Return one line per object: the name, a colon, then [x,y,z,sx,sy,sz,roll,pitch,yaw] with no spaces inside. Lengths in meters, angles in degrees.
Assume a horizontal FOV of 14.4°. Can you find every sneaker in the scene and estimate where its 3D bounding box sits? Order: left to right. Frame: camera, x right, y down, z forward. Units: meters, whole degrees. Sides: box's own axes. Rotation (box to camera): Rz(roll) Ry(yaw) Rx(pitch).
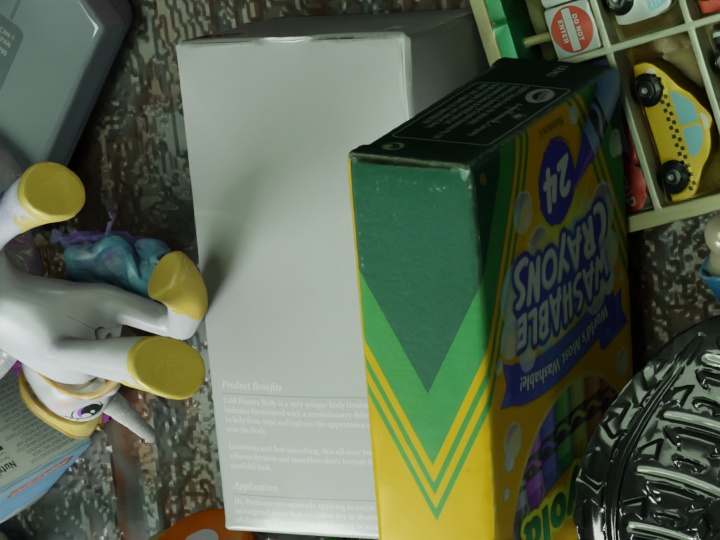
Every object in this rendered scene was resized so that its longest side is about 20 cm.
sneaker: [0.118,0.098,1.054,0.074,0.079,0.200,18,123,14]

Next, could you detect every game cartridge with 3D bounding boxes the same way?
game cartridge: [-0.192,-0.119,1.218,0.200,0.040,0.133,36,120,17]

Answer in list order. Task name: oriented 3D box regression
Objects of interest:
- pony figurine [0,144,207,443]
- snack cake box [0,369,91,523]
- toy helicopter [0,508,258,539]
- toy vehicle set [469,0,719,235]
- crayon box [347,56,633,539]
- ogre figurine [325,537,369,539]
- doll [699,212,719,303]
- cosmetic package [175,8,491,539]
pony figurine: [-0.152,0.012,1.117,0.193,0.200,0.167,25,72,-8]
snack cake box: [-0.225,0.080,1.184,0.115,0.200,0.067,53,137,8]
toy helicopter: [-0.123,0.157,1.203,0.200,0.132,0.079,14,143,44]
toy vehicle set: [0.098,-0.117,1.058,0.124,0.027,0.200,-16,94,32]
crayon box: [0.053,0.036,1.036,0.052,0.126,0.200,7,113,28]
ogre figurine: [0.033,0.198,1.118,0.098,0.120,0.200,-28,88,31]
doll: [0.190,-0.008,1.009,0.136,0.048,0.200,17,122,-6]
cosmetic package: [0.000,0.000,1.110,0.107,0.090,0.200,3,101,29]
